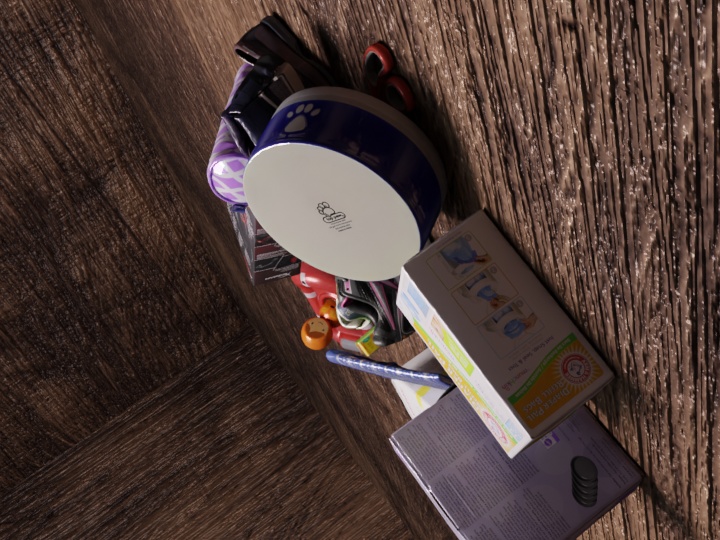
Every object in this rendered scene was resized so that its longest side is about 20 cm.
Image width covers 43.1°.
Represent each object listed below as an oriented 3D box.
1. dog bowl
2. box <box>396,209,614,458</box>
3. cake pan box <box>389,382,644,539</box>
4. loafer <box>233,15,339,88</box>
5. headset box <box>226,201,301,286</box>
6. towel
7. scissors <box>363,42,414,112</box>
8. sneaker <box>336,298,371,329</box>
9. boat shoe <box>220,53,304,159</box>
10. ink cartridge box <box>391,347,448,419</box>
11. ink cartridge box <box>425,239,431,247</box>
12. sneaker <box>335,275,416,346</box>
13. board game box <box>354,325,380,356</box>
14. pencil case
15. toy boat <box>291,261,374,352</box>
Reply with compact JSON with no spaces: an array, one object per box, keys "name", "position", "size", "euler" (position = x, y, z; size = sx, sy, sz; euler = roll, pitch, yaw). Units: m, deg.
[{"name":"dog bowl","position":[-0.016,-0.082,0.923],"size":[0.197,0.079,0.201],"euler":[18,146,12]},{"name":"box","position":[0.133,0.064,0.882],"size":[0.201,0.101,0.113],"euler":[53,167,17]},{"name":"cake pan box","position":[0.153,0.194,0.937],"size":[0.200,0.183,0.053],"euler":[49,167,25]},{"name":"loafer","position":[-0.077,-0.219,1.078],"size":[0.201,0.063,0.072],"euler":[51,166,26]},{"name":"headset box","position":[-0.131,-0.098,1.232],"size":[0.201,0.074,0.150],"euler":[101,151,-58]},{"name":"towel","position":[0.067,0.131,1.171],"size":[0.198,0.024,0.144],"euler":[6,169,44]},{"name":"scissors","position":[0.019,-0.172,0.947],"size":[0.074,0.014,0.200],"euler":[54,169,3]},{"name":"sneaker","position":[0.001,0.036,1.214],"size":[0.067,0.090,0.200],"euler":[42,176,5]},{"name":"boat shoe","position":[-0.082,-0.138,1.032],"size":[0.074,0.093,0.201],"euler":[15,150,46]},{"name":"ink cartridge box","position":[0.140,0.210,1.264],"size":[0.200,0.083,0.146],"euler":[34,154,61]},{"name":"ink cartridge box","position":[0.057,0.005,1.157],"size":[0.162,0.050,0.202],"euler":[35,152,61]},{"name":"sneaker","position":[0.000,0.000,1.063],"size":[0.201,0.086,0.081],"euler":[52,166,20]},{"name":"board game box","position":[0.036,0.073,1.190],"size":[0.030,0.095,0.200],"euler":[51,176,0]},{"name":"pencil case","position":[-0.127,-0.170,1.103],"size":[0.085,0.084,0.202],"euler":[92,-176,-51]},{"name":"toy boat","position":[-0.049,0.072,1.479],"size":[0.129,0.131,0.201],"euler":[8,137,42]}]
